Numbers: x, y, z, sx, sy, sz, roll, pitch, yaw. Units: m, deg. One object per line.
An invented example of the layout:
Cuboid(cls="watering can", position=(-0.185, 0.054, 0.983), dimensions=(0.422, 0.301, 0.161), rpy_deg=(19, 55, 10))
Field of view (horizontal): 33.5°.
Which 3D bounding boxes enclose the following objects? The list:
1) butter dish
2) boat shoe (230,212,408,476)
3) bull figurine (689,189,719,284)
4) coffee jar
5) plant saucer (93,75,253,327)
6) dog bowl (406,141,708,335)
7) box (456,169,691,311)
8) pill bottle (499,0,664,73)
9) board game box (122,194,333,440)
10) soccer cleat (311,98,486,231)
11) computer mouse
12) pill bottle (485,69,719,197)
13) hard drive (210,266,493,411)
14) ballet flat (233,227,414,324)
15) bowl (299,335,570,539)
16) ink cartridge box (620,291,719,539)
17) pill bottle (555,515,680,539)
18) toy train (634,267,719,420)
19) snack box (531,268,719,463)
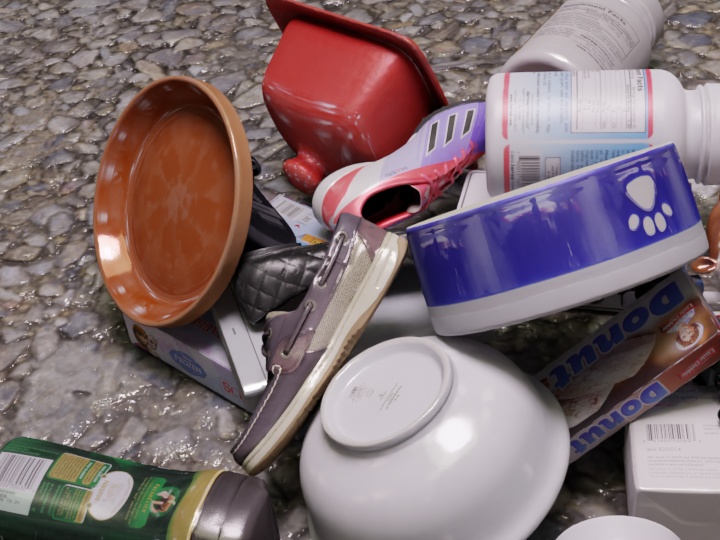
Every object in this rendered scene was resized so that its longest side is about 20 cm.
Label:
Cuboid(cls="butter dish", position=(-0.017, -0.136, 1.128), dimensions=(0.199, 0.200, 0.148), rpy_deg=(24, 71, 36))
Cuboid(cls="boat shoe", position=(-0.039, 0.050, 0.851), dimensions=(0.065, 0.072, 0.201), rpy_deg=(32, 83, 4))
Cuboid(cls="bull figurine", position=(0.309, -0.041, 0.930), dimensions=(0.065, 0.122, 0.200), rpy_deg=(14, 4, 25))
Cuboid(cls="coffee jar", position=(-0.150, 0.175, 0.795), dimensions=(0.199, 0.105, 0.086), rpy_deg=(7, 43, 16))
Cuboid(cls="plant saucer", position=(-0.150, -0.054, 0.962), dimensions=(0.032, 0.201, 0.200), rpy_deg=(6, 22, -45))
Cuboid(cls="dog bowl", position=(0.135, -0.023, 0.836), dimensions=(0.199, 0.079, 0.200), rpy_deg=(-19, 3, 1))
Cuboid(cls="box", position=(0.180, -0.026, 1.027), dimensions=(0.198, 0.060, 0.117), rpy_deg=(5, 39, 15))
Cuboid(cls="pill bottle", position=(0.230, -0.214, 1.211), dimensions=(0.114, 0.115, 0.200), rpy_deg=(18, 44, 28))
Cuboid(cls="board game box", position=(-0.061, 0.030, 1.011), dimensions=(0.199, 0.041, 0.199), rpy_deg=(25, 48, 34))
Cuboid(cls="soccer cleat", position=(0.055, -0.084, 1.044), dimensions=(0.199, 0.069, 0.073), rpy_deg=(-30, 37, -20))
Cuboid(cls="computer mouse", position=(-0.120, -0.057, 1.027), dimensions=(0.053, 0.138, 0.200), rpy_deg=(-51, 43, 15))
Cuboid(cls="pill bottle", position=(0.205, -0.112, 0.996), dimensions=(0.198, 0.109, 0.109), rpy_deg=(1, 39, 9))
Cuboid(cls="hard drive", position=(-0.011, 0.033, 0.946), dimensions=(0.199, 0.027, 0.132), rpy_deg=(-15, 41, -12))
Cuboid(cls="ballet flat", position=(0.000, 0.000, 0.936), dimensions=(0.198, 0.057, 0.066), rpy_deg=(-9, -4, -6))
Cuboid(cls="bowl", position=(0.034, 0.110, 0.810), dimensions=(0.200, 0.091, 0.202), rpy_deg=(-20, 34, 15))
Cuboid(cls="ink cartridge box", position=(0.245, 0.102, 0.851), dimensions=(0.116, 0.068, 0.201), rpy_deg=(0, 39, 9))
Cuboid(cls="pill bottle", position=(0.148, 0.240, 0.658), dimensions=(0.112, 0.114, 0.201), rpy_deg=(-1, 39, 8))
Cuboid(cls="toy train", position=(0.245, 0.051, 0.832), dimensions=(0.045, 0.034, 0.200), rpy_deg=(-11, 38, -9))
Cuboid(cls="snack box", position=(0.161, 0.084, 0.835), dimensions=(0.200, 0.024, 0.072), rpy_deg=(-39, 34, 18))
